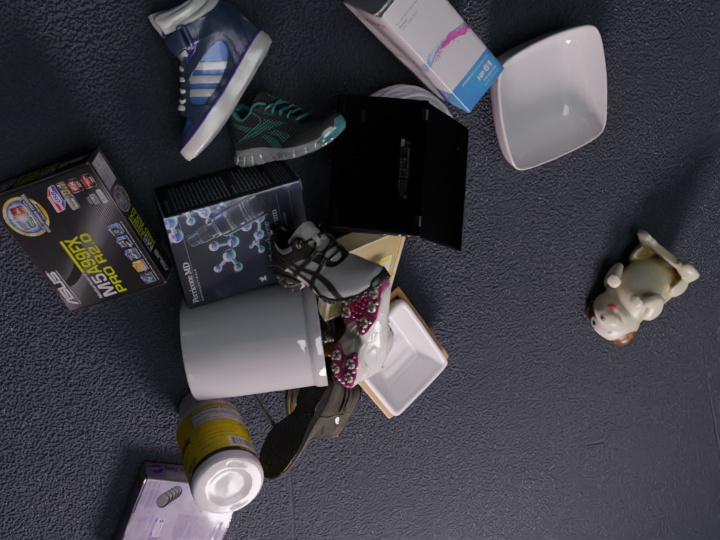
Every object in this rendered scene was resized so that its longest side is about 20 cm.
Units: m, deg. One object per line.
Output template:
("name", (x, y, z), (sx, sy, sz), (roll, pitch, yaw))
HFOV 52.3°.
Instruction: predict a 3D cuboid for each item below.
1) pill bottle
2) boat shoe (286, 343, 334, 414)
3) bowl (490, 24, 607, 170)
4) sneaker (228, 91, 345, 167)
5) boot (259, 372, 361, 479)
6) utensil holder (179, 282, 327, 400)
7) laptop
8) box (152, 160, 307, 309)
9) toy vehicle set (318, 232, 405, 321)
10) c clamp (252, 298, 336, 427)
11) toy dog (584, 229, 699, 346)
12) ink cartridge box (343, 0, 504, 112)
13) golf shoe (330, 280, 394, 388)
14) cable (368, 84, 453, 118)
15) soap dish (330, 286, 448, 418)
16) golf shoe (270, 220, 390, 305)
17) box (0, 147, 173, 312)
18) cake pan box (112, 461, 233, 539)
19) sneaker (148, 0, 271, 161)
("pill bottle", (-0.229, 0.274, 1.157), (0.110, 0.200, 0.113), (-10, 119, -19))
("boat shoe", (-0.083, 0.211, 1.274), (0.073, 0.066, 0.203), (-5, 117, -22))
("bowl", (0.295, -0.285, 1.187), (0.198, 0.075, 0.202), (-24, 124, -12))
("sneaker", (-0.110, -0.198, 0.991), (0.078, 0.198, 0.092), (-43, 121, -48))
("boot", (-0.073, 0.264, 1.214), (0.201, 0.067, 0.130), (-58, 142, -4))
("utensil holder", (-0.157, 0.102, 1.103), (0.197, 0.171, 0.172), (-9, 120, -3))
("laptop", (0.060, -0.135, 1.046), (0.197, 0.116, 0.190), (4, 84, 0))
("box", (-0.181, -0.058, 1.064), (0.198, 0.107, 0.150), (-18, 122, -15))
("toy vehicle set", (0.000, 0.000, 1.123), (0.123, 0.027, 0.201), (-23, 155, -19))
("c clamp", (-0.119, 0.125, 1.202), (0.199, 0.027, 0.171), (-39, 93, -4))
("toy dog", (0.535, 0.047, 1.453), (0.200, 0.140, 0.194), (-46, 161, 2))
("ink cartridge box", (0.087, -0.330, 1.024), (0.199, 0.145, 0.085), (35, 98, -34))
("golf shoe", (0.016, 0.088, 1.147), (0.091, 0.075, 0.202), (-7, 126, -40))
("cable", (0.064, -0.173, 1.100), (0.200, 0.069, 0.201), (42, 69, -23))
("soap dish", (0.049, 0.140, 1.279), (0.157, 0.081, 0.201), (-44, 125, -9))
("golf shoe", (-0.052, -0.015, 0.970), (0.078, 0.198, 0.095), (-42, 127, -39))
("box", (-0.370, -0.048, 0.983), (0.158, 0.045, 0.201), (-16, 124, 12))
("cake pan box", (-0.323, 0.438, 1.291), (0.182, 0.052, 0.202), (15, 108, -28))
("sneaker", (-0.223, -0.264, 0.955), (0.146, 0.081, 0.201), (34, 101, -10))
